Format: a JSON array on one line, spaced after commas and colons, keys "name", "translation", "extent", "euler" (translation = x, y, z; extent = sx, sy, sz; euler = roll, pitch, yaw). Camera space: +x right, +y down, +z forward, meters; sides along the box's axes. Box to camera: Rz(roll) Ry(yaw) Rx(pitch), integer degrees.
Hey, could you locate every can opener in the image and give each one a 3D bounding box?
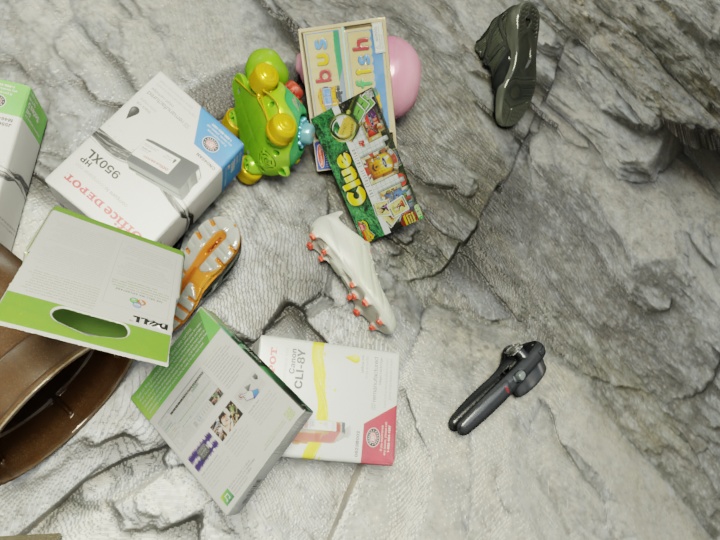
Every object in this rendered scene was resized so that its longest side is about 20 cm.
[{"name": "can opener", "translation": [0.212, 0.178, 0.818], "extent": [0.198, 0.063, 0.080], "euler": [-34, 88, -23]}]

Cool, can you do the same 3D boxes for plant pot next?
[{"name": "plant pot", "translation": [-0.391, 0.086, 0.593], "extent": [0.197, 0.201, 0.201], "euler": [39, 68, 5]}]

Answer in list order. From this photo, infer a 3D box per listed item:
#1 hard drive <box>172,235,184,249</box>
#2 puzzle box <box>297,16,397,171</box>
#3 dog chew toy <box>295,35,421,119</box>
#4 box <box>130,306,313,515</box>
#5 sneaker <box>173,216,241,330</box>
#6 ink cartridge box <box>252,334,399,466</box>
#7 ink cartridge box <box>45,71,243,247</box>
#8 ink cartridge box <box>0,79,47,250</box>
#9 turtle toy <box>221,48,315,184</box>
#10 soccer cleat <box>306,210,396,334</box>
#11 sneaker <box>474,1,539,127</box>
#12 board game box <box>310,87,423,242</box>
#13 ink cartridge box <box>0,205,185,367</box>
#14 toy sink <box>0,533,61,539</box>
[{"name": "hard drive", "translation": [-0.300, -0.108, 0.743], "extent": [0.131, 0.042, 0.206], "euler": [11, 72, -14]}, {"name": "puzzle box", "translation": [-0.016, -0.257, 0.802], "extent": [0.129, 0.026, 0.206], "euler": [-5, 110, 7]}, {"name": "dog chew toy", "translation": [-0.005, -0.311, 0.854], "extent": [0.193, 0.125, 0.129], "euler": [7, 73, -7]}, {"name": "box", "translation": [-0.171, 0.162, 0.652], "extent": [0.199, 0.036, 0.145], "euler": [38, 86, 22]}, {"name": "sneaker", "translation": [-0.228, 0.019, 0.719], "extent": [0.199, 0.077, 0.078], "euler": [-43, 85, -5]}, {"name": "ink cartridge box", "translation": [-0.053, 0.176, 0.723], "extent": [0.194, 0.083, 0.150], "euler": [10, 72, -14]}, {"name": "ink cartridge box", "translation": [-0.265, -0.122, 0.688], "extent": [0.144, 0.084, 0.202], "euler": [38, 69, -5]}, {"name": "ink cartridge box", "translation": [-0.496, -0.135, 0.665], "extent": [0.141, 0.084, 0.206], "euler": [9, 73, -15]}, {"name": "turtle toy", "translation": [-0.131, -0.231, 0.789], "extent": [0.099, 0.145, 0.205], "euler": [-11, 77, -39]}, {"name": "soccer cleat", "translation": [0.000, 0.000, 0.798], "extent": [0.077, 0.069, 0.202], "euler": [-34, 85, -25]}, {"name": "sneaker", "translation": [0.260, -0.367, 0.981], "extent": [0.074, 0.114, 0.206], "euler": [-4, 104, -23]}, {"name": "board game box", "translation": [0.011, -0.152, 0.806], "extent": [0.102, 0.024, 0.204], "euler": [-22, 103, 14]}, {"name": "ink cartridge box", "translation": [-0.260, 0.035, 0.531], "extent": [0.145, 0.202, 0.077], "euler": [21, 114, -25]}, {"name": "toy sink", "translation": [-0.376, 0.388, 0.540], "extent": [0.109, 0.130, 0.207], "euler": [5, 73, -16]}]
